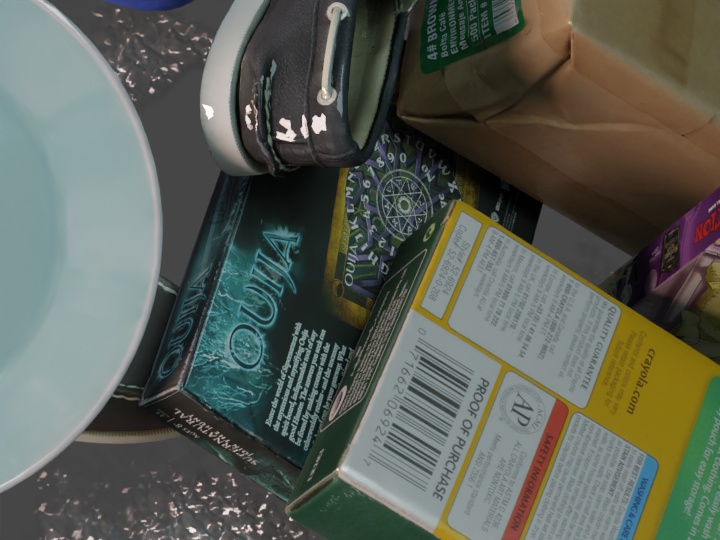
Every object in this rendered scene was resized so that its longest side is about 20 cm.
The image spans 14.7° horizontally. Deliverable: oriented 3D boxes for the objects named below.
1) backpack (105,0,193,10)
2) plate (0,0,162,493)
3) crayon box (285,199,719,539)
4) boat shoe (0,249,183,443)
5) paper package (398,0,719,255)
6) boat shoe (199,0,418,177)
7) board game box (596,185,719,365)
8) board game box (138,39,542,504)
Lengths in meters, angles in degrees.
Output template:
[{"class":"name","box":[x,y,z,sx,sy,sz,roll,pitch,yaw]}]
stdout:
[{"class":"backpack","box":[-0.087,-0.219,1.080,0.162,0.168,0.200,24,66,-6]},{"class":"plate","box":[-0.168,-0.013,0.962,0.200,0.026,0.201,-1,92,-17]},{"class":"crayon box","box":[0.085,0.081,1.027,0.200,0.052,0.126,32,58,-11]},{"class":"boat shoe","box":[-0.132,0.010,1.015,0.201,0.061,0.072,17,62,-16]},{"class":"paper package","box":[0.124,-0.121,1.124,0.190,0.103,0.200,28,56,-29]},{"class":"boat shoe","box":[0.002,-0.116,1.043,0.060,0.076,0.200,3,60,25]},{"class":"board game box","box":[0.166,0.013,1.063,0.120,0.200,0.032,13,64,-17]},{"class":"board game box","box":[0.000,0.000,1.071,0.135,0.028,0.200,35,53,-25]}]
